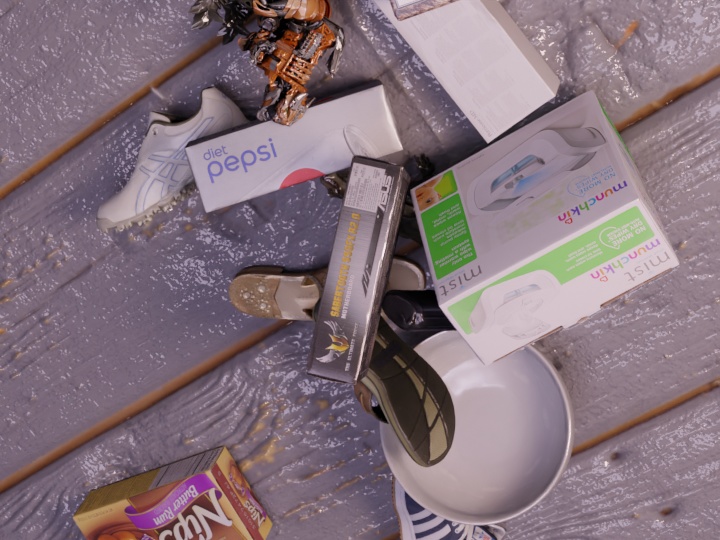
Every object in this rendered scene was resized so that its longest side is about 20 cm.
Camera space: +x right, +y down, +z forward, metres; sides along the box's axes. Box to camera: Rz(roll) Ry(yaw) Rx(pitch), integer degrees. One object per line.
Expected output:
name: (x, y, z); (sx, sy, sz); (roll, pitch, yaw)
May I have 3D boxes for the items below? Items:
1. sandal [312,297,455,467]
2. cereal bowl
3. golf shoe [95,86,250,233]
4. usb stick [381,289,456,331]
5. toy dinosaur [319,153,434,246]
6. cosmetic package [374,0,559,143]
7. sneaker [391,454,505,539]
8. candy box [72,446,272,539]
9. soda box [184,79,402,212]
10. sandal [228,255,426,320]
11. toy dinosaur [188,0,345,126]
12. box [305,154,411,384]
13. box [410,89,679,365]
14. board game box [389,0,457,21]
sandal: (0.023, 0.107, 1.554); (0.201, 0.080, 0.057); (53, 141, 8)
cereal bowl: (0.124, 0.158, 1.590); (0.200, 0.083, 0.201); (-2, 82, 16)
golf shoe: (-0.197, -0.113, 1.575); (0.200, 0.078, 0.097); (-29, 100, 17)
usb stick: (0.102, 0.038, 1.500); (0.055, 0.200, 0.033); (30, 110, 41)
toy dinosaur: (0.058, -0.057, 1.545); (0.200, 0.047, 0.088); (37, 124, -10)
cosmetic package: (0.091, -0.223, 1.442); (0.082, 0.051, 0.200); (-34, 103, 24)
sneaker: (0.097, 0.262, 1.680); (0.108, 0.070, 0.200); (5, 125, 19)
candy box: (-0.216, 0.288, 1.792); (0.200, 0.056, 0.117); (-20, 110, 25)
soda box: (-0.063, -0.119, 1.489); (0.199, 0.063, 0.068); (-17, 101, 1)
sandal: (-0.041, 0.033, 1.601); (0.211, 0.070, 0.078); (-2, 116, 16)
toy dinosaur: (-0.073, -0.239, 1.450); (0.135, 0.200, 0.102); (11, 159, 17)
box: (0.000, 0.000, 1.436); (0.048, 0.158, 0.201); (13, 91, 4)
box: (0.163, -0.038, 1.416); (0.200, 0.177, 0.097); (-28, 127, 15)
board game box: (0.099, -0.325, 1.325); (0.200, 0.097, 0.160); (-18, 106, 7)
